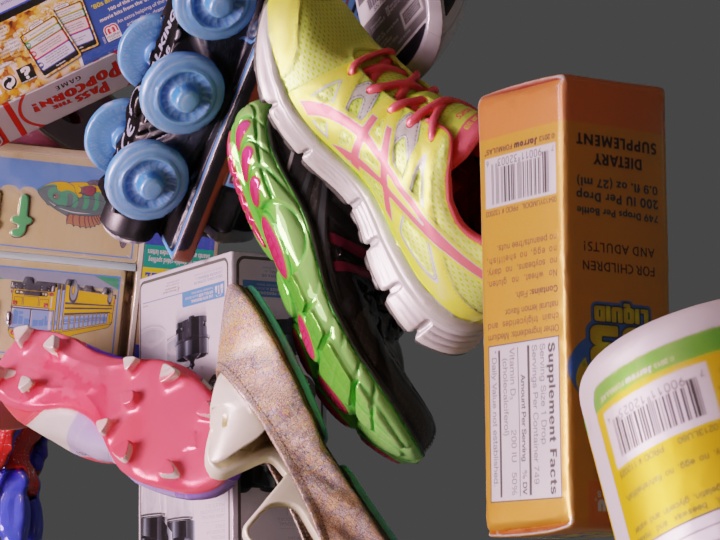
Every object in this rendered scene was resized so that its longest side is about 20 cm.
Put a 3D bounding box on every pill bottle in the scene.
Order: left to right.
[{"bbox_3d":[0.159,0.120,0.946,0.111,0.111,0.201,-43,51,47],"label":"pill bottle"}]

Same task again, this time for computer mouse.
[{"bbox_3d":[0.017,-0.187,1.267,0.110,0.044,0.201,-43,57,53],"label":"computer mouse"}]

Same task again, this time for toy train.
[{"bbox_3d":[-0.071,-0.099,1.331,0.201,0.114,0.087,-68,25,19],"label":"toy train"}]

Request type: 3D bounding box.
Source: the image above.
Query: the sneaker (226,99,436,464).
[{"bbox_3d":[0.000,0.000,1.246,0.077,0.083,0.201,138,112,-75],"label":"sneaker"}]

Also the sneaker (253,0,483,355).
[{"bbox_3d":[0.026,-0.065,1.195,0.090,0.078,0.200,-37,84,39],"label":"sneaker"}]

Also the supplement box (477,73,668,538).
[{"bbox_3d":[0.096,0.018,1.102,0.069,0.066,0.201,-8,80,54],"label":"supplement box"}]

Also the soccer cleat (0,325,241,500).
[{"bbox_3d":[-0.123,0.083,1.347,0.200,0.076,0.067,18,71,42],"label":"soccer cleat"}]

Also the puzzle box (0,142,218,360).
[{"bbox_3d":[-0.182,-0.005,1.430,0.025,0.199,0.134,-159,75,-77],"label":"puzzle box"}]

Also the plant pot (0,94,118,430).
[{"bbox_3d":[-0.225,-0.032,1.526,0.179,0.200,0.200,-52,43,20],"label":"plant pot"}]

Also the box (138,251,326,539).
[{"bbox_3d":[-0.071,0.097,1.365,0.116,0.060,0.201,-12,76,57],"label":"box"}]

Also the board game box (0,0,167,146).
[{"bbox_3d":[-0.197,-0.183,1.405,0.046,0.151,0.201,71,174,-69],"label":"board game box"}]

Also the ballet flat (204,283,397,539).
[{"bbox_3d":[-0.037,0.102,1.239,0.200,0.067,0.068,60,169,13],"label":"ballet flat"}]

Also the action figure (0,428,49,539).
[{"bbox_3d":[-0.222,0.146,1.599,0.051,0.065,0.201,-7,77,19],"label":"action figure"}]
